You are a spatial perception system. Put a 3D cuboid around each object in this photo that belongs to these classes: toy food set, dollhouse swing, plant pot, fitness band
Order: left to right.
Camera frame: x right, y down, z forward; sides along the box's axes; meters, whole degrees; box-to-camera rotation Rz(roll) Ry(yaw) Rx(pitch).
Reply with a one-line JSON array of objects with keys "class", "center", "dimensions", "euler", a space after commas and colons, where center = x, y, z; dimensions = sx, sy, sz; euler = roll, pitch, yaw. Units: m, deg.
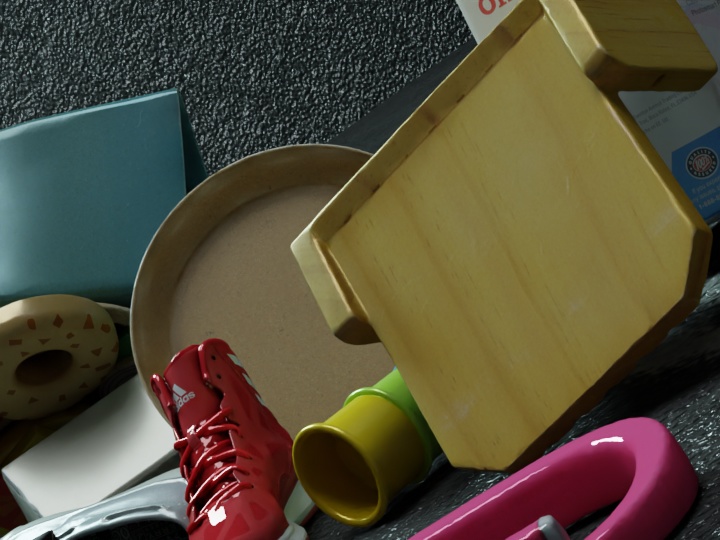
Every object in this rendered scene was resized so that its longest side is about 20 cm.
[{"class": "plant pot", "center": [-0.198, -0.012, 1.862], "dimensions": [0.200, 0.141, 0.141], "euler": [-7, -26, 3]}, {"class": "toy food set", "center": [-0.184, 0.097, 1.803], "dimensions": [0.200, 0.198, 0.049], "euler": [-53, 39, 23]}, {"class": "plant pot", "center": [-0.033, 0.024, 1.672], "dimensions": [0.200, 0.200, 0.027], "euler": [-34, -23, -1]}, {"class": "fitness band", "center": [0.042, 0.122, 1.157], "dimensions": [0.200, 0.037, 0.144], "euler": [-31, 7, 11]}, {"class": "dollhouse swing", "center": [0.101, -0.015, 1.419], "dimensions": [0.200, 0.176, 0.182], "euler": [-47, -19, 23]}]

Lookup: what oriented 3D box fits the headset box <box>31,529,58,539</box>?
[{"class": "headset box", "center": [-0.248, 0.237, 1.561], "dimensions": [0.200, 0.077, 0.149], "euler": [-31, 6, 28]}]

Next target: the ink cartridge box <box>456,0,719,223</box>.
[{"class": "ink cartridge box", "center": [0.158, -0.122, 1.563], "dimensions": [0.129, 0.200, 0.125], "euler": [-28, -4, 40]}]

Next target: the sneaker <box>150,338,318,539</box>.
[{"class": "sneaker", "center": [-0.082, 0.106, 1.526], "dimensions": [0.078, 0.116, 0.200], "euler": [-33, 6, 9]}]

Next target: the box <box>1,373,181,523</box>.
[{"class": "box", "center": [-0.108, 0.104, 1.756], "dimensions": [0.200, 0.068, 0.082], "euler": [-35, 43, -13]}]

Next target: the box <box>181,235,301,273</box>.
[{"class": "box", "center": [0.000, 0.000, 1.737], "dimensions": [0.200, 0.049, 0.082], "euler": [5, 21, 15]}]

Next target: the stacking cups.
[{"class": "stacking cups", "center": [0.051, 0.056, 1.511], "dimensions": [0.200, 0.061, 0.061], "euler": [-37, 7, -38]}]

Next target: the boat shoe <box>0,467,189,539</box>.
[{"class": "boat shoe", "center": [-0.161, 0.171, 1.646], "dimensions": [0.201, 0.070, 0.072], "euler": [-28, 5, 24]}]
